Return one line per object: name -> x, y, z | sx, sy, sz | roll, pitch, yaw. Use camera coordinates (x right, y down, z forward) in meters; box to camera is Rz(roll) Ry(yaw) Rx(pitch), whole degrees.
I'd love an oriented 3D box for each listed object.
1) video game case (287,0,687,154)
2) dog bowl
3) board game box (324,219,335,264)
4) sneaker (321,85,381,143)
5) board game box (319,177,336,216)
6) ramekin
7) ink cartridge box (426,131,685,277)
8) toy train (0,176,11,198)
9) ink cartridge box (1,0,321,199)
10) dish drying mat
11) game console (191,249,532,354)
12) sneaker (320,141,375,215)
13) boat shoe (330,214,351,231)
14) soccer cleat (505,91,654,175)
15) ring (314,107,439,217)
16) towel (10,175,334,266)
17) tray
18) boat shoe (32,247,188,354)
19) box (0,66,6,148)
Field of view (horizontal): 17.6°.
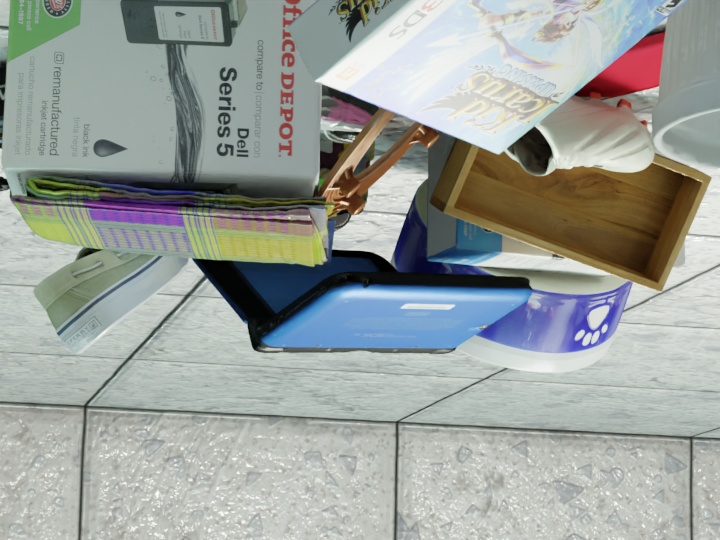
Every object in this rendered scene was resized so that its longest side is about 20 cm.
video game case -> 0.086, -0.155, 1.349 | 0.181, 0.045, 0.200 | -38, 151, 24
dog bowl -> 0.128, -0.003, 1.956 | 0.200, 0.079, 0.200 | 13, -149, -8
board game box -> -0.132, -0.037, 1.743 | 0.135, 0.035, 0.200 | 5, -176, -38
sneaker -> -0.082, -0.115, 1.639 | 0.200, 0.080, 0.086 | 11, 140, 6
board game box -> -0.120, -0.066, 1.723 | 0.134, 0.029, 0.200 | 4, -177, -28
ramekin -> 0.286, -0.134, 1.492 | 0.200, 0.105, 0.200 | 1, 170, 0
ink cartridge box -> 0.157, -0.058, 1.860 | 0.200, 0.116, 0.068 | 6, 169, -20
toy train -> -0.244, -0.069, 1.843 | 0.200, 0.034, 0.046 | 5, 160, -14
ink cartridge box -> -0.123, -0.121, 1.491 | 0.200, 0.146, 0.084 | 2, 168, -3
dish drying mat -> 0.196, -0.145, 1.669 | 0.077, 0.018, 0.200 | 13, 164, -42
game console -> 0.000, 0.000, 1.797 | 0.200, 0.118, 0.171 | 1, 154, -39
sneaker -> -0.037, -0.097, 1.814 | 0.090, 0.075, 0.200 | 2, 160, -3
boat shoe -> -0.048, -0.071, 1.946 | 0.065, 0.072, 0.200 | 1, 164, 26
soccer cleat -> 0.143, -0.097, 1.674 | 0.069, 0.078, 0.200 | -8, 158, 38
ring -> 0.041, -0.104, 1.524 | 0.019, 0.200, 0.200 | 43, 171, 6
towel -> -0.115, -0.031, 1.498 | 0.200, 0.023, 0.144 | 4, 169, 1
tray -> 0.161, -0.062, 1.782 | 0.200, 0.099, 0.037 | 19, -171, -24
boat shoe -> -0.187, 0.003, 1.775 | 0.072, 0.062, 0.200 | -35, -176, 19
box -> -0.183, -0.116, 1.790 | 0.200, 0.048, 0.193 | -3, 171, 17
